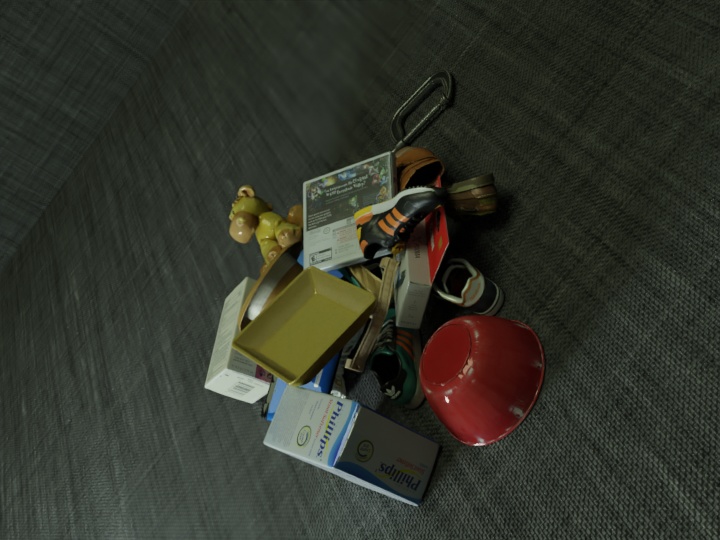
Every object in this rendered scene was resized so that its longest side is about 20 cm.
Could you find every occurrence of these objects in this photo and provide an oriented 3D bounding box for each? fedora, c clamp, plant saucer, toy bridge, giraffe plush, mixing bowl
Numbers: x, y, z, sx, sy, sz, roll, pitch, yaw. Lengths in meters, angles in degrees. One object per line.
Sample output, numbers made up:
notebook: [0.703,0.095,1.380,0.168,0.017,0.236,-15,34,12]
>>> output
fedora: [-0.144,0.045,1.732,0.202,0.081,0.201,-56,-7,-10]
c clamp: [0.118,-0.301,1.861,0.200,0.027,0.172,-47,30,19]
plant saucer: [-0.087,0.098,1.546,0.200,0.049,0.199,-45,38,-18]
toy bridge: [0.024,0.069,1.548,0.067,0.027,0.202,170,120,-75]
giraffe plush: [-0.195,-0.092,1.921,0.173,0.161,0.200,-58,6,25]
mixing bowl: [0.158,0.143,1.387,0.199,0.108,0.202,-33,41,34]

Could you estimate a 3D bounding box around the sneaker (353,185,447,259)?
sneaker: [0.070,-0.074,1.529,0.199,0.069,0.091,-18,74,46]

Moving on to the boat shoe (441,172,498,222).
boat shoe: [0.165,-0.113,1.604,0.200,0.071,0.069,-9,97,69]

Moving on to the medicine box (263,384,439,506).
medicine box: [-0.014,0.265,1.446,0.199,0.181,0.104,3,67,53]

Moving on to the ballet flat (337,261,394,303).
ballet flat: [0.000,0.000,1.685,0.063,0.069,0.200,-34,54,-9]

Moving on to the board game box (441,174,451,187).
board game box: [0.075,-0.123,1.758,0.200,0.023,0.105,-43,39,12]

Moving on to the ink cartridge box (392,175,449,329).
ink cartridge box: [0.095,-0.035,1.548,0.201,0.044,0.178,-90,12,-53]

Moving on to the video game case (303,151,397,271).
video game case: [-0.019,-0.098,1.669,0.198,0.023,0.184,-16,66,33]

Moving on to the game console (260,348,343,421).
game console: [-0.095,0.177,1.659,0.169,0.118,0.202,11,80,30]

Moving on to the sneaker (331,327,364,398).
sneaker: [-0.038,0.165,1.661,0.201,0.073,0.116,-56,34,21]

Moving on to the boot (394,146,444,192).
boot: [0.060,-0.142,1.698,0.199,0.077,0.155,-38,23,-4]

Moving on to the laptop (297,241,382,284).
laptop: [-0.058,0.020,1.760,0.177,0.103,0.201,-47,26,17]

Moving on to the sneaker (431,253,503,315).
sneaker: [0.147,0.011,1.531,0.199,0.079,0.079,25,86,58]

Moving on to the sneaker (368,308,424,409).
sneaker: [0.053,0.131,1.553,0.071,0.079,0.201,-44,37,26]

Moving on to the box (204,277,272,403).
box: [-0.217,0.138,1.849,0.128,0.108,0.202,-39,35,53]
